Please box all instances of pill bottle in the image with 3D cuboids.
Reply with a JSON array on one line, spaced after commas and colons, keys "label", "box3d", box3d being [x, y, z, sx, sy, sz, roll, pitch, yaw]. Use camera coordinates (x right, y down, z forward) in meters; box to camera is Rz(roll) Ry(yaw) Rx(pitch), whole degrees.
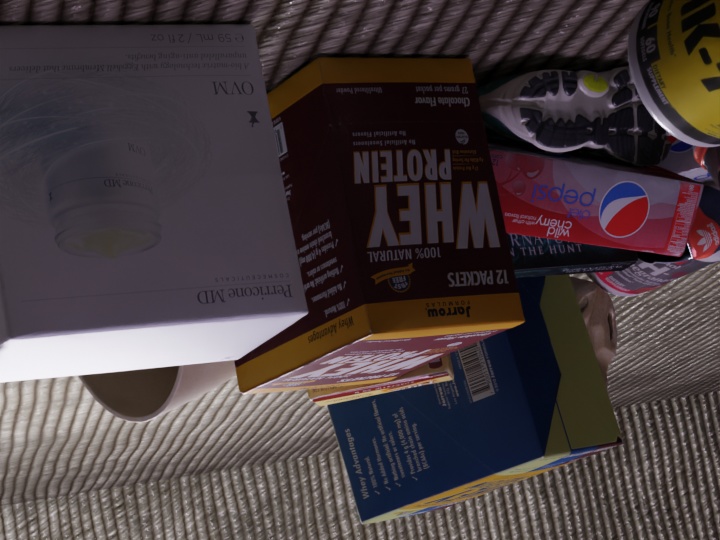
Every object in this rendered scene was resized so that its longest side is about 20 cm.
[{"label": "pill bottle", "box3d": [0.295, -0.052, 1.849, 0.110, 0.111, 0.200, -4, 166, -30]}, {"label": "pill bottle", "box3d": [0.278, -0.164, 1.295, 0.114, 0.115, 0.200, -3, 165, -34]}]

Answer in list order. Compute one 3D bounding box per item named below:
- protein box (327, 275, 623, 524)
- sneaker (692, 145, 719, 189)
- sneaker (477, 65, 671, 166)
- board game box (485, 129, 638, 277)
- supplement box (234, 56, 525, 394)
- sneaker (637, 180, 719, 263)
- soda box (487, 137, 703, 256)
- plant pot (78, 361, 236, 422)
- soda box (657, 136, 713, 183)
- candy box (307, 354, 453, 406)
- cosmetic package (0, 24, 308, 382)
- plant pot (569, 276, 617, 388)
[{"label": "protein box", "box3d": [0.086, 0.093, 1.726, 0.200, 0.199, 0.135, -25, 166, 35]}, {"label": "sneaker", "box3d": [0.327, -0.122, 1.528, 0.077, 0.082, 0.200, -6, 147, -19]}, {"label": "sneaker", "box3d": [0.169, -0.125, 1.540, 0.200, 0.078, 0.080, 6, 180, -40]}, {"label": "board game box", "box3d": [0.121, -0.061, 1.590, 0.200, 0.136, 0.028, -4, 164, -30]}, {"label": "supplement box", "box3d": [-0.005, -0.030, 1.462, 0.133, 0.201, 0.197, -3, 166, -33]}, {"label": "sneaker", "box3d": [0.244, -0.045, 1.737, 0.084, 0.075, 0.200, -35, -160, -29]}, {"label": "soda box", "box3d": [0.161, -0.058, 1.536, 0.200, 0.064, 0.070, 8, -169, -26]}, {"label": "plant pot", "box3d": [-0.125, 0.012, 1.668, 0.200, 0.188, 0.187, -15, 174, -39]}, {"label": "soda box", "box3d": [0.304, -0.115, 1.657, 0.200, 0.068, 0.063, -13, 168, 11]}, {"label": "candy box", "box3d": [0.000, 0.000, 1.606, 0.115, 0.201, 0.055, -12, 170, 6]}, {"label": "cosmetic package", "box3d": [-0.160, -0.043, 1.261, 0.199, 0.201, 0.123, -5, 167, -29]}, {"label": "plant pot", "box3d": [0.139, 0.067, 1.920, 0.183, 0.201, 0.200, 8, 180, 33]}]
